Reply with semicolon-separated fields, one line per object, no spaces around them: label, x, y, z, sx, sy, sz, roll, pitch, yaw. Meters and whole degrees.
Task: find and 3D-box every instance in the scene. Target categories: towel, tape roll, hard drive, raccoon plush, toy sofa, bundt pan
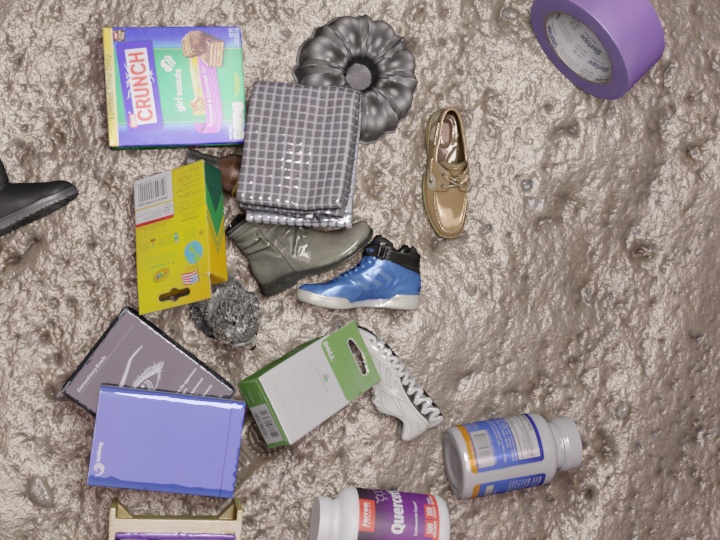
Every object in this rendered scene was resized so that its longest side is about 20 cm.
towel;-0.085;-0.166;1.354;0.163;0.086;0.203;5;74;3
tape roll;0.361;-0.366;1.470;0.085;0.200;0.200;-42;98;-9
hard drive;-0.264;0.235;1.313;0.197;0.025;0.134;8;88;-12
raccoon plush;-0.219;0.036;1.374;0.199;0.134;0.097;39;83;-9
toy sofa;-0.268;0.385;1.388;0.197;0.083;0.099;4;88;-12
bundt pan;-0.002;-0.295;1.455;0.199;0.076;0.205;0;90;-11

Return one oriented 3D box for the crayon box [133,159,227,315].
crayon box;-0.255;-0.041;1.354;0.125;0.051;0.203;-12;72;22

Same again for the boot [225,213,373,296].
boot;-0.090;-0.056;1.407;0.198;0.068;0.132;-26;111;4

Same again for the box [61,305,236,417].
box;-0.300;0.167;1.372;0.199;0.104;0.149;40;82;-9

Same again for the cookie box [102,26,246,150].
cookie box;-0.270;-0.263;1.397;0.197;0.075;0.174;-4;91;-11

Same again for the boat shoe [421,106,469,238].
boat shoe;0.134;-0.151;1.488;0.070;0.064;0.203;-5;91;-12

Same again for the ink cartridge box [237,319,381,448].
ink cartridge box;-0.070;0.161;1.386;0.199;0.059;0.105;-30;96;-41

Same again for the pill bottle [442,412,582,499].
pill bottle;0.235;0.281;1.483;0.197;0.112;0.114;-7;91;-13

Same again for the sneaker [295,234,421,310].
sneaker;0.000;0.000;1.450;0.197;0.077;0.113;2;95;-16

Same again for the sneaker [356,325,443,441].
sneaker;0.042;0.173;1.466;0.081;0.075;0.201;-38;97;-1

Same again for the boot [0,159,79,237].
boot;-0.514;-0.161;1.354;0.163;0.066;0.202;-26;91;-13

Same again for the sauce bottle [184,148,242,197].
sauce bottle;-0.163;-0.135;1.426;0.197;0.065;0.066;13;87;-10

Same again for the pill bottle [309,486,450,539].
pill bottle;0.028;0.386;1.437;0.197;0.112;0.114;8;88;-12

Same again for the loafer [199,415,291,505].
loafer;-0.169;0.264;1.421;0.199;0.068;0.076;-38;99;-26
